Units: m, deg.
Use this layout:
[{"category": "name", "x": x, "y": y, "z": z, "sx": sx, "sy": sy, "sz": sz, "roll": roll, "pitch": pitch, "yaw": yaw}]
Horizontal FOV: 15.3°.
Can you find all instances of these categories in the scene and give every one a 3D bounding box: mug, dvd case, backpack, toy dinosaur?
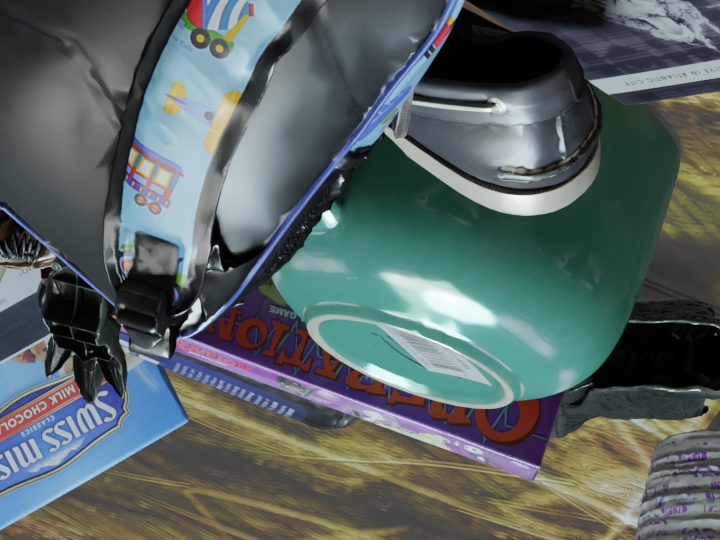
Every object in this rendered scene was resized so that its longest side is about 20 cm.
[{"category": "mug", "x": 0.023, "y": -0.021, "z": 1.057, "sx": 0.184, "sy": 0.115, "sz": 0.152, "roll": 22, "pitch": 164, "yaw": -8}, {"category": "dvd case", "x": 0.067, "y": -0.113, "z": 0.884, "sx": 0.200, "sy": 0.016, "sz": 0.148, "roll": 30, "pitch": 161, "yaw": -29}, {"category": "backpack", "x": -0.049, "y": -0.107, "z": 0.801, "sx": 0.182, "sy": 0.135, "sz": 0.200, "roll": 41, "pitch": 121, "yaw": 1}, {"category": "toy dinosaur", "x": -0.113, "y": -0.036, "z": 1.021, "sx": 0.102, "sy": 0.136, "sz": 0.201, "roll": 10, "pitch": 139, "yaw": 24}]

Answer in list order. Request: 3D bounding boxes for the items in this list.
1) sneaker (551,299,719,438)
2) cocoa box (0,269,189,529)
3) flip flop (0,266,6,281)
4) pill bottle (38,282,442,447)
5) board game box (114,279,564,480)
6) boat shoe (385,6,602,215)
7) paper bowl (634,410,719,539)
[{"category": "sneaker", "x": 0.125, "y": 0.045, "z": 1.234, "sx": 0.104, "sy": 0.060, "sz": 0.200, "roll": 0, "pitch": 173, "yaw": 11}, {"category": "cocoa box", "x": -0.190, "y": 0.050, "z": 1.381, "sx": 0.132, "sy": 0.133, "sz": 0.200, "roll": 63, "pitch": 165, "yaw": -6}, {"category": "flip flop", "x": -0.142, "y": -0.052, "z": 1.154, "sx": 0.057, "sy": 0.081, "sz": 0.200, "roll": -5, "pitch": 141, "yaw": -33}, {"category": "pill bottle", "x": -0.037, "y": 0.005, "z": 1.221, "sx": 0.199, "sy": 0.112, "sz": 0.112, "roll": 22, "pitch": 164, "yaw": -6}, {"category": "board game box", "x": 0.000, "y": 0.000, "z": 1.146, "sx": 0.199, "sy": 0.121, "sz": 0.032, "roll": 19, "pitch": 164, "yaw": 1}, {"category": "boat shoe", "x": -0.002, "y": -0.091, "z": 0.932, "sx": 0.199, "sy": 0.073, "sz": 0.063, "roll": 30, "pitch": 152, "yaw": 24}, {"category": "paper bowl", "x": 0.231, "y": 0.114, "z": 1.243, "sx": 0.200, "sy": 0.105, "sz": 0.201, "roll": 14, "pitch": 166, "yaw": 4}]
